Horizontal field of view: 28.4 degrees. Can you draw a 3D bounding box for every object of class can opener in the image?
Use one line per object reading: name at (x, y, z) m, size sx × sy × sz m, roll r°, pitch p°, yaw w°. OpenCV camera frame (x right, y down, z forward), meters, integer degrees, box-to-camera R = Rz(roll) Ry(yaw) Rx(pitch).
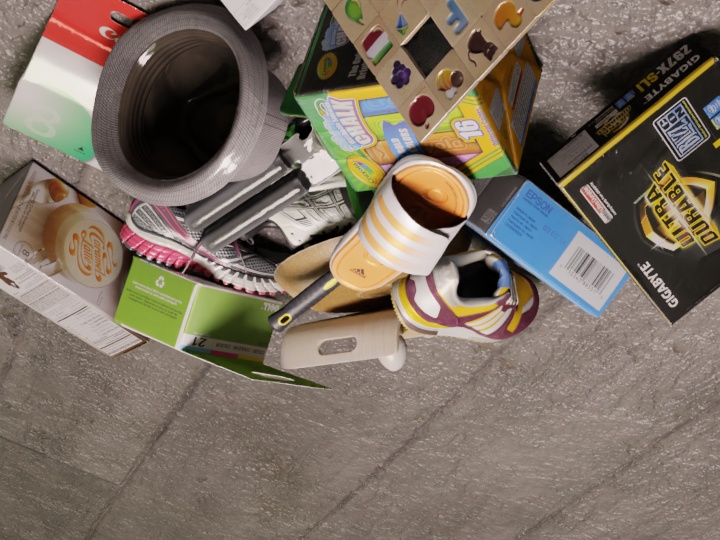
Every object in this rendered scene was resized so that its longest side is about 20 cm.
can opener at (-0.071, -0.093, 1.295) m, size 0.199 × 0.067 × 0.053 m, roll -32°, pitch 116°, yaw 17°

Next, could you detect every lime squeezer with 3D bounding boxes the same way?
lime squeezer at (-0.045, -0.108, 1.328) m, size 0.199 × 0.071 × 0.038 m, roll 32°, pitch 179°, yaw 34°

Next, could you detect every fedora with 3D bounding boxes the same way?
fedora at (-0.137, -0.138, 1.253) m, size 0.198 × 0.179 × 0.090 m, roll 1°, pitch 171°, yaw 39°

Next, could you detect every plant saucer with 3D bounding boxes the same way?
plant saucer at (0.015, 0.005, 1.397) m, size 0.198 × 0.036 × 0.200 m, roll -10°, pitch 164°, yaw -3°

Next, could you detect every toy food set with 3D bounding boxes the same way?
toy food set at (0.031, 0.069, 1.465) m, size 0.142 × 0.061 × 0.199 m, roll -10°, pitch 179°, yaw 34°

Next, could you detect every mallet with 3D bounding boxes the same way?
mallet at (0.000, 0.000, 1.303) m, size 0.066 × 0.041 × 0.200 m, roll 38°, pitch 114°, yaw -17°

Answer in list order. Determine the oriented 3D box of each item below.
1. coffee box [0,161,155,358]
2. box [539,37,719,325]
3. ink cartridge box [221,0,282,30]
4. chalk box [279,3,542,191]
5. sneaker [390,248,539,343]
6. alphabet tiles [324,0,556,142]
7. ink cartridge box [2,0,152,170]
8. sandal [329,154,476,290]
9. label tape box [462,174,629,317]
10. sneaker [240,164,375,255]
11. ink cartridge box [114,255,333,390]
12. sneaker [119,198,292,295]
coffee box at (-0.309, -0.009, 1.536) m, size 0.199 × 0.115 × 0.079 m, roll 36°, pitch 142°, yaw -27°
box at (0.266, -0.070, 1.182) m, size 0.159 × 0.049 × 0.200 m, roll -40°, pitch 125°, yaw 6°
ink cartridge box at (-0.058, -0.276, 1.082) m, size 0.094 × 0.044 × 0.200 m, roll 50°, pitch 139°, yaw -6°
chalk box at (0.031, -0.153, 1.175) m, size 0.198 × 0.126 × 0.124 m, roll -4°, pitch 141°, yaw 30°
sneaker at (0.123, 0.022, 1.351) m, size 0.199 × 0.076 × 0.090 m, roll -2°, pitch 160°, yaw -47°
alphabet tiles at (0.064, -0.223, 1.042) m, size 0.008 × 0.168 × 0.200 m, roll -4°, pitch 145°, yaw -52°
ink cartridge box at (-0.235, -0.168, 1.337) m, size 0.160 × 0.050 × 0.200 m, roll 26°, pitch 147°, yaw -14°
sandal at (0.030, -0.019, 1.197) m, size 0.079 × 0.060 × 0.207 m, roll 25°, pitch 143°, yaw -12°
label tape box at (0.143, -0.045, 1.309) m, size 0.144 × 0.064 × 0.200 m, roll 35°, pitch -177°, yaw -25°
sneaker at (-0.033, -0.051, 1.364) m, size 0.198 × 0.089 × 0.076 m, roll 10°, pitch 170°, yaw 17°
ink cartridge box at (-0.132, 0.057, 1.480) m, size 0.199 × 0.077 × 0.147 m, roll 19°, pitch -178°, yaw 34°
sneaker at (-0.146, -0.030, 1.475) m, size 0.198 × 0.075 × 0.081 m, roll 19°, pitch -171°, yaw -22°
